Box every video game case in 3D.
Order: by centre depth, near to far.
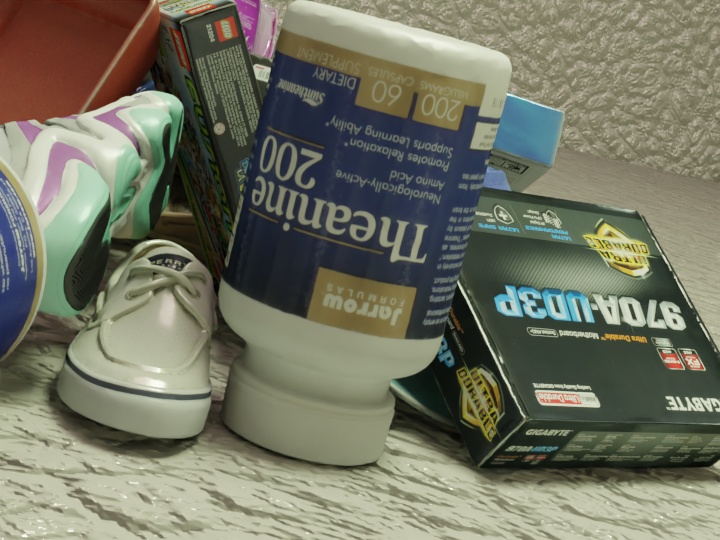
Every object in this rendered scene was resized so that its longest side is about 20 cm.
[{"bbox_3d":[0.025,-0.102,1.097,0.198,0.046,0.181,18,-12,-6],"label":"video game case"}]

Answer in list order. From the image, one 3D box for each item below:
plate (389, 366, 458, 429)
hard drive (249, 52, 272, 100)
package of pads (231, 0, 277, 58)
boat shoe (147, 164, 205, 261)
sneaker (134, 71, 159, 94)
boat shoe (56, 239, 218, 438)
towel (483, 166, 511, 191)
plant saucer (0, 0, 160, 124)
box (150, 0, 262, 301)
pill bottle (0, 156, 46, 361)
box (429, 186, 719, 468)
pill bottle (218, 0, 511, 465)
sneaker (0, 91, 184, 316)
[{"bbox_3d":[0.021,0.013,0.883,0.199,0.026,0.201,34,31,-23],"label":"plate"},{"bbox_3d":[-0.021,-0.084,1.042,0.138,0.038,0.200,17,-10,3],"label":"hard drive"},{"bbox_3d":[-0.158,-0.143,1.186,0.120,0.200,0.076,21,51,-20],"label":"package of pads"},{"bbox_3d":[-0.168,-0.065,1.084,0.198,0.072,0.065,14,-29,-9],"label":"boat shoe"},{"bbox_3d":[-0.159,-0.109,1.026,0.082,0.071,0.200,12,13,-13],"label":"sneaker"},{"bbox_3d":[-0.100,0.024,0.748,0.070,0.070,0.200,14,10,-6],"label":"boat shoe"},{"bbox_3d":[0.075,0.013,0.894,0.144,0.024,0.201,5,48,-45],"label":"towel"},{"bbox_3d":[-0.210,-0.087,0.910,0.037,0.201,0.199,37,-7,-41],"label":"plant saucer"},{"bbox_3d":[-0.079,-0.063,0.911,0.034,0.202,0.110,-21,22,-17],"label":"box"},{"bbox_3d":[-0.196,0.008,0.566,0.115,0.117,0.200,15,10,3],"label":"pill bottle"},{"bbox_3d":[0.114,0.031,0.859,0.199,0.046,0.160,7,48,-40],"label":"box"},{"bbox_3d":[-0.005,-0.017,0.730,0.110,0.202,0.111,14,10,-2],"label":"pill bottle"},{"bbox_3d":[-0.171,-0.056,0.761,0.139,0.078,0.200,17,21,4],"label":"sneaker"}]
